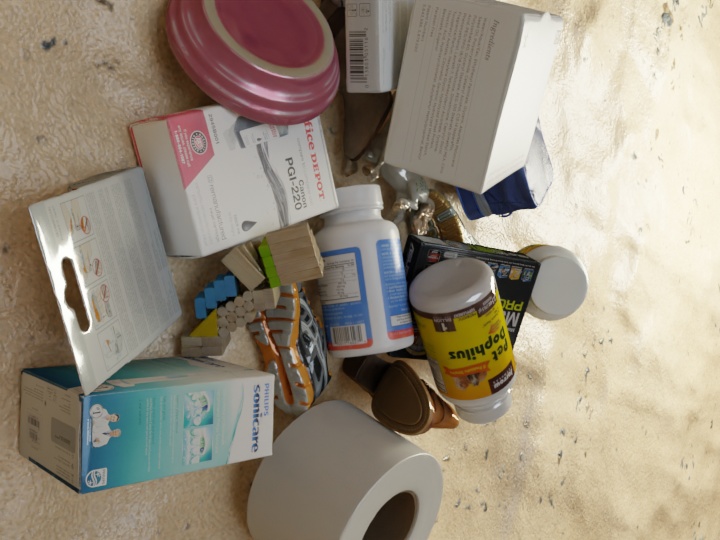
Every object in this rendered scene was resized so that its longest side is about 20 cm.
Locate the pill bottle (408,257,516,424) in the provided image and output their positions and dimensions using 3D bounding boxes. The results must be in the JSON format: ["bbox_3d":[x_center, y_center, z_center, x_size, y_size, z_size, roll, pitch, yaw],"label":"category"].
[{"bbox_3d":[0.135,0.093,0.932,0.109,0.108,0.202,-40,123,-35],"label":"pill bottle"}]

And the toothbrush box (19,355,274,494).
[{"bbox_3d":[-0.203,0.137,0.707,0.199,0.145,0.087,-1,93,-45],"label":"toothbrush box"}]

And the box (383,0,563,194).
[{"bbox_3d":[0.140,-0.221,0.888,0.199,0.129,0.202,-32,137,-58],"label":"box"}]

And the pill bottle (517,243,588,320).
[{"bbox_3d":[0.285,0.017,1.126,0.200,0.111,0.114,-29,120,-84],"label":"pill bottle"}]

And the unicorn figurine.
[{"bbox_3d":[0.045,-0.145,0.986,0.137,0.073,0.202,-46,124,-42],"label":"unicorn figurine"}]

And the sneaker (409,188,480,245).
[{"bbox_3d":[0.136,-0.036,1.088,0.201,0.075,0.088,60,24,-16],"label":"sneaker"}]

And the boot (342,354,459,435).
[{"bbox_3d":[0.076,0.173,0.940,0.154,0.200,0.074,37,90,-30],"label":"boot"}]

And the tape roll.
[{"bbox_3d":[-0.015,0.273,0.863,0.202,0.138,0.205,-28,130,-39],"label":"tape roll"}]

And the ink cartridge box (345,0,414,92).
[{"bbox_3d":[0.042,-0.306,0.884,0.200,0.047,0.162,-36,128,-60],"label":"ink cartridge box"}]

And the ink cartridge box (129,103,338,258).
[{"bbox_3d":[-0.131,-0.112,0.807,0.199,0.084,0.147,-25,109,-42],"label":"ink cartridge box"}]

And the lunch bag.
[{"bbox_3d":[0.195,-0.172,1.087,0.136,0.131,0.202,-48,124,-51],"label":"lunch bag"}]

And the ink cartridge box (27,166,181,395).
[{"bbox_3d":[-0.236,0.001,0.664,0.200,0.047,0.162,-60,141,-71],"label":"ink cartridge box"}]

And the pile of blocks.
[{"bbox_3d":[-0.124,0.014,0.798,0.199,0.062,0.082,-38,103,11],"label":"pile of blocks"}]

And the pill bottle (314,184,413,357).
[{"bbox_3d":[0.000,0.000,0.911,0.111,0.112,0.203,-6,88,-43],"label":"pill bottle"}]

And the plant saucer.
[{"bbox_3d":[-0.104,-0.251,0.783,0.199,0.051,0.203,17,55,-25],"label":"plant saucer"}]

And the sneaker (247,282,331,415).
[{"bbox_3d":[-0.082,0.067,0.876,0.077,0.078,0.203,-29,116,-52],"label":"sneaker"}]

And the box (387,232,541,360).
[{"bbox_3d":[0.136,0.045,1.003,0.198,0.044,0.162,9,105,-26],"label":"box"}]

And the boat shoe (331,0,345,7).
[{"bbox_3d":[-0.085,-0.385,0.838,0.086,0.075,0.203,-31,104,-6],"label":"boat shoe"}]

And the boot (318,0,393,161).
[{"bbox_3d":[-0.021,-0.261,0.924,0.146,0.070,0.202,32,69,-33],"label":"boot"}]
